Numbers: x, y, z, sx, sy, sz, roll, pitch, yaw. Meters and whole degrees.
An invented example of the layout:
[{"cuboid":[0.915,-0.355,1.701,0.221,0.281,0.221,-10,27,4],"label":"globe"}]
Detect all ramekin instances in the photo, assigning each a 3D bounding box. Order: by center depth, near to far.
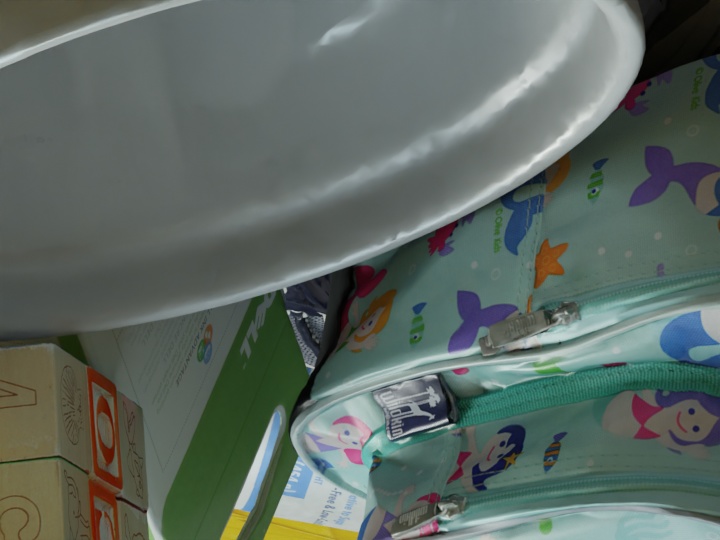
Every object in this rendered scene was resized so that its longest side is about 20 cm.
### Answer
[{"cuboid":[-0.045,-0.068,0.637,0.200,0.105,0.200,-15,163,-5],"label":"ramekin"}]

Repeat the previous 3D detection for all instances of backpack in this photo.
[{"cuboid":[0.098,0.032,0.732,0.200,0.151,0.178,-26,136,35],"label":"backpack"}]

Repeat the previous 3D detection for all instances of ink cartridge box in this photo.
[{"cuboid":[-0.072,0.014,0.822,0.059,0.104,0.200,8,143,19],"label":"ink cartridge box"}]

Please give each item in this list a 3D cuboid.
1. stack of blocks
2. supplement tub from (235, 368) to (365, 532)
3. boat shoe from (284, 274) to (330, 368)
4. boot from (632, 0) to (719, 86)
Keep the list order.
[{"cuboid":[-0.158,0.068,0.737,0.200,0.059,0.115,-7,166,9],"label":"stack of blocks"},{"cuboid":[0.037,0.052,1.194,0.200,0.132,0.132,11,168,-7],"label":"supplement tub"},{"cuboid":[0.000,0.000,0.903,0.093,0.075,0.200,53,173,30],"label":"boat shoe"},{"cuboid":[0.126,-0.043,0.812,0.154,0.074,0.204,12,162,-10],"label":"boot"}]
